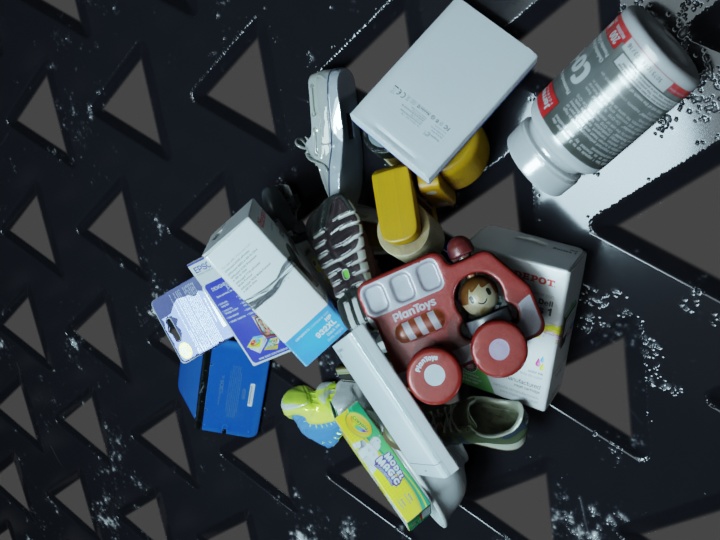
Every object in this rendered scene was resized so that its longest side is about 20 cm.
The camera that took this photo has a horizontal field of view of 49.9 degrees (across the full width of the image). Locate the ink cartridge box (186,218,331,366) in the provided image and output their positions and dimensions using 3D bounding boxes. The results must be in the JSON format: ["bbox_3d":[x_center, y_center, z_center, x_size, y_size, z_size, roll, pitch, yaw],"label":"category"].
[{"bbox_3d":[-0.139,0.033,1.199,0.196,0.047,0.202,-22,106,29],"label":"ink cartridge box"}]

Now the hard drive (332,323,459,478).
[{"bbox_3d":[0.039,0.164,0.959,0.202,0.026,0.132,56,164,4],"label":"hard drive"}]

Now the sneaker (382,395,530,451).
[{"bbox_3d":[0.128,0.196,1.026,0.196,0.068,0.090,0,148,2],"label":"sneaker"}]

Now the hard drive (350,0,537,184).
[{"bbox_3d":[0.101,-0.221,0.942,0.132,0.025,0.200,41,85,17],"label":"hard drive"}]

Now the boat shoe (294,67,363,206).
[{"bbox_3d":[-0.051,-0.181,1.105,0.085,0.074,0.206,4,108,31],"label":"boat shoe"}]

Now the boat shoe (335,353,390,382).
[{"bbox_3d":[0.052,0.162,1.171,0.198,0.072,0.067,-8,99,30],"label":"boat shoe"}]

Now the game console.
[{"bbox_3d":[-0.251,0.180,1.406,0.168,0.119,0.203,10,118,-5],"label":"game console"}]

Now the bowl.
[{"bbox_3d":[0.097,0.268,1.145,0.202,0.090,0.202,53,169,16],"label":"bowl"}]

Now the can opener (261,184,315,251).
[{"bbox_3d":[-0.105,-0.035,1.199,0.053,0.067,0.203,-14,100,35],"label":"can opener"}]

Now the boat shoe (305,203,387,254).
[{"bbox_3d":[-0.006,-0.054,1.126,0.197,0.070,0.072,8,112,30],"label":"boat shoe"}]

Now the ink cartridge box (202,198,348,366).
[{"bbox_3d":[-0.112,0.012,1.058,0.083,0.145,0.200,-40,104,6],"label":"ink cartridge box"}]

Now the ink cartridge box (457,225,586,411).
[{"bbox_3d":[0.204,0.060,1.025,0.143,0.084,0.203,16,116,26],"label":"ink cartridge box"}]

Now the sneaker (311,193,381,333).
[{"bbox_3d":[0.000,0.000,1.065,0.075,0.115,0.203,-23,68,23],"label":"sneaker"}]

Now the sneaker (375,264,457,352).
[{"bbox_3d":[0.067,0.051,1.129,0.200,0.070,0.101,-43,61,50],"label":"sneaker"}]

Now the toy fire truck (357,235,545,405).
[{"bbox_3d":[0.111,0.054,0.937,0.197,0.112,0.170,-24,90,10],"label":"toy fire truck"}]

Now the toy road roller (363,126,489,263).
[{"bbox_3d":[0.094,-0.116,0.987,0.144,0.123,0.204,-10,78,19],"label":"toy road roller"}]

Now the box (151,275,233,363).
[{"bbox_3d":[-0.236,0.056,1.287,0.198,0.032,0.122,-28,92,6],"label":"box"}]

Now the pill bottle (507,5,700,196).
[{"bbox_3d":[0.266,-0.184,0.874,0.114,0.114,0.200,50,126,6],"label":"pill bottle"}]

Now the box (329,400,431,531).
[{"bbox_3d":[0.026,0.271,1.111,0.201,0.048,0.118,50,169,21],"label":"box"}]

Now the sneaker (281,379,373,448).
[{"bbox_3d":[-0.031,0.234,1.264,0.197,0.076,0.106,-5,124,33],"label":"sneaker"}]
